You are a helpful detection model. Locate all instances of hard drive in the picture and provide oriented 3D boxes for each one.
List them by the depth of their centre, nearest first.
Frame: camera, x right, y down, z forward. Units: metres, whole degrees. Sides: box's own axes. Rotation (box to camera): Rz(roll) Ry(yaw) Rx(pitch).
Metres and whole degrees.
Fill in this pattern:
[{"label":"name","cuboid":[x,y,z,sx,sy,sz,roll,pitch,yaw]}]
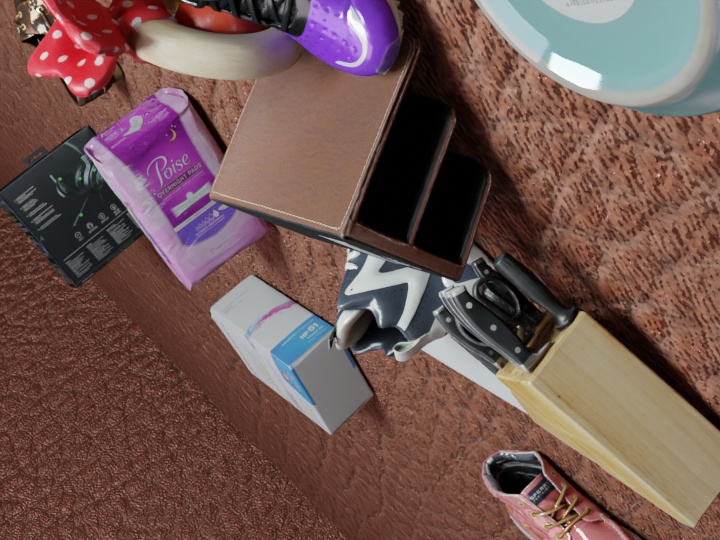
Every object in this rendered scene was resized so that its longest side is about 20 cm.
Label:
[{"label":"hard drive","cuboid":[0.090,0.053,0.912,0.200,0.026,0.132,30,155,47]}]

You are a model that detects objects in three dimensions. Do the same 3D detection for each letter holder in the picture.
[{"label":"letter holder","cuboid":[-0.002,-0.089,0.730,0.101,0.142,0.200,20,179,-34]}]

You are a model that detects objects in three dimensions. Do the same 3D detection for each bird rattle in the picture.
[{"label":"bird rattle","cuboid":[-0.117,-0.173,0.688,0.163,0.200,0.113,16,115,11]}]

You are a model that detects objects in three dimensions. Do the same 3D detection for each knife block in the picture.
[{"label":"knife block","cuboid":[0.146,0.070,0.693,0.200,0.064,0.176,34,171,38]}]

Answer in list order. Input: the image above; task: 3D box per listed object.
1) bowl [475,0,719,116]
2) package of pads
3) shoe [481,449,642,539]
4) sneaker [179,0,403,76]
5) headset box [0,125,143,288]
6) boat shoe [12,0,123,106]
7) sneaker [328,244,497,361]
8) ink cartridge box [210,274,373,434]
[{"label":"bowl","cuboid":[0.102,-0.131,0.347,0.201,0.105,0.201,41,162,17]},{"label":"package of pads","cuboid":[-0.197,-0.088,1.133,0.076,0.120,0.200,35,160,51]},{"label":"shoe","cuboid":[0.194,0.240,0.993,0.091,0.071,0.200,50,168,-27]},{"label":"sneaker","cuboid":[-0.068,-0.178,0.630,0.200,0.099,0.070,43,138,17]},{"label":"headset box","cuboid":[-0.446,-0.104,1.607,0.200,0.174,0.093,52,162,-17]},{"label":"boat shoe","cuboid":[-0.363,-0.285,1.193,0.200,0.070,0.070,53,163,-12]},{"label":"sneaker","cuboid":[0.000,0.000,0.835,0.199,0.130,0.080,40,160,25]},{"label":"ink cartridge box","cuboid":[-0.094,0.109,1.381,0.200,0.085,0.145,28,154,45]}]
